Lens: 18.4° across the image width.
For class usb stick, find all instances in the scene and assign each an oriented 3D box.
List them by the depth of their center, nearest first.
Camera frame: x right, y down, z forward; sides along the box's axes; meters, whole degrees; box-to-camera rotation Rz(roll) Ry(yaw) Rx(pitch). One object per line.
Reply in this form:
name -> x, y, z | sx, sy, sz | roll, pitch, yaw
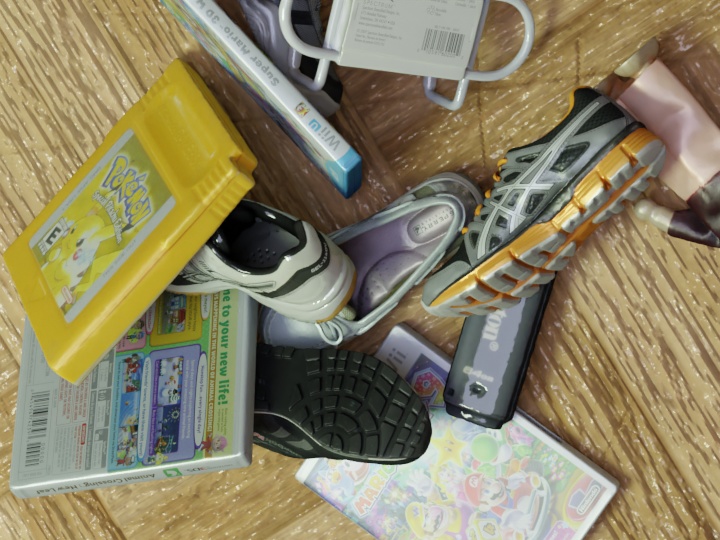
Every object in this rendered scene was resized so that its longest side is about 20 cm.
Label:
usb stick -> 0.108, 0.012, 1.578 | 0.055, 0.033, 0.202 | 17, 97, 8

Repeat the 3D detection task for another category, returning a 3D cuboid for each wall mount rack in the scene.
wall mount rack -> 0.028, -0.204, 1.526 | 0.198, 0.074, 0.175 | 5, 106, -30

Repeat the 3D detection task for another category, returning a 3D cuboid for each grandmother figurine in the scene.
grandmother figurine -> 0.244, -0.065, 1.531 | 0.200, 0.061, 0.121 | 51, 134, 0

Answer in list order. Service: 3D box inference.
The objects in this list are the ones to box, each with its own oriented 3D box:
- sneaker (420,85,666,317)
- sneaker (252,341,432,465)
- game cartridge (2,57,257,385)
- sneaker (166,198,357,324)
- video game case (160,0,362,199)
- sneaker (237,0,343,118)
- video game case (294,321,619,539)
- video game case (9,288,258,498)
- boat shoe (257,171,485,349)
sneaker -> 0.116, -0.043, 1.524 | 0.200, 0.078, 0.077 | -41, 68, 12
sneaker -> -0.032, 0.102, 1.607 | 0.198, 0.088, 0.076 | 15, 66, 25
game cartridge -> -0.165, -0.039, 1.575 | 0.032, 0.176, 0.200 | 35, 100, -33
sneaker -> -0.098, -0.026, 1.570 | 0.198, 0.088, 0.076 | 10, 67, 29
video game case -> -0.072, -0.135, 1.555 | 0.018, 0.143, 0.200 | -43, 86, -4
sneaker -> -0.035, -0.213, 1.567 | 0.113, 0.076, 0.201 | -27, 105, 3
video game case -> 0.069, 0.153, 1.627 | 0.199, 0.018, 0.144 | 36, 106, 7
video game case -> -0.161, 0.060, 1.610 | 0.180, 0.022, 0.202 | -9, 58, 16
boat shoe -> 0.002, 0.001, 1.594 | 0.201, 0.065, 0.075 | -33, 89, 21
